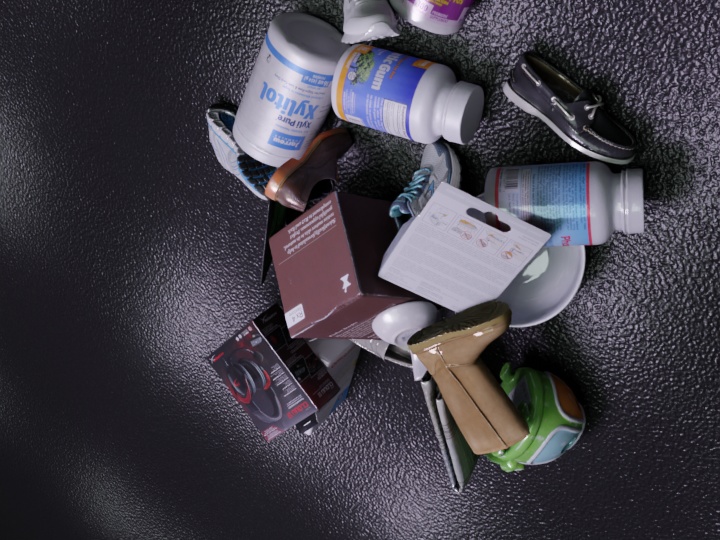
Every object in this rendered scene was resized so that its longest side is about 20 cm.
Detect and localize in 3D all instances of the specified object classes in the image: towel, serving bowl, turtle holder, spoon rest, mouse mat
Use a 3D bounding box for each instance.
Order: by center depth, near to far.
[{"bbox_3d":[0.226,-0.022,1.282,0.199,0.066,0.202,3,97,20],"label":"serving bowl"},{"bbox_3d":[0.076,0.098,1.345,0.099,0.061,0.200,-17,146,4],"label":"spoon rest"},{"bbox_3d":[0.262,0.243,1.365,0.131,0.141,0.187,15,100,-18],"label":"turtle holder"},{"bbox_3d":[0.159,0.207,1.385,0.034,0.193,0.201,-8,111,29],"label":"towel"},{"bbox_3d":[-0.132,-0.091,1.422,0.007,0.200,0.162,10,123,0],"label":"mouse mat"}]

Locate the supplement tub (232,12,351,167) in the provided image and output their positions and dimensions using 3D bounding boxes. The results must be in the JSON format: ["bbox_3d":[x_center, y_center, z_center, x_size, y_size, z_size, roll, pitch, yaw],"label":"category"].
[{"bbox_3d":[-0.104,-0.271,1.343,0.132,0.132,0.201,37,129,11],"label":"supplement tub"}]

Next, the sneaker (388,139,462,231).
[{"bbox_3d":[0.090,-0.100,1.280,0.078,0.086,0.202,-23,56,61],"label":"sneaker"}]

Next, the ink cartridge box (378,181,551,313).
[{"bbox_3d":[0.135,-0.031,1.180,0.162,0.057,0.200,24,132,-8],"label":"ink cartridge box"}]

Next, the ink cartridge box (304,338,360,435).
[{"bbox_3d":[-0.086,0.156,1.559,0.125,0.128,0.201,28,125,18],"label":"ink cartridge box"}]

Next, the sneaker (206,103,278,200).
[{"bbox_3d":[-0.194,-0.183,1.482,0.201,0.075,0.087,56,147,25],"label":"sneaker"}]

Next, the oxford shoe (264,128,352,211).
[{"bbox_3d":[-0.060,-0.147,1.336,0.073,0.200,0.072,34,138,10],"label":"oxford shoe"}]

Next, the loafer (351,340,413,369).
[{"bbox_3d":[0.042,0.110,1.460,0.199,0.070,0.070,19,113,6],"label":"loafer"}]

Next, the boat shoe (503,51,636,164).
[{"bbox_3d":[0.280,-0.214,1.162,0.200,0.074,0.061,41,135,19],"label":"boat shoe"}]

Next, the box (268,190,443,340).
[{"bbox_3d":[0.000,0.000,1.339,0.166,0.199,0.165,-31,64,39],"label":"box"}]

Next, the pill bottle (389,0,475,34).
[{"bbox_3d":[0.121,-0.414,1.131,0.112,0.112,0.201,37,129,11],"label":"pill bottle"}]

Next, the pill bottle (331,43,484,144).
[{"bbox_3d":[0.068,-0.244,1.256,0.199,0.112,0.113,20,124,23],"label":"pill bottle"}]

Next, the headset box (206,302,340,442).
[{"bbox_3d":[-0.139,0.179,1.473,0.148,0.075,0.201,-36,90,39],"label":"headset box"}]

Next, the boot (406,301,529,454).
[{"bbox_3d":[0.179,0.151,1.234,0.175,0.066,0.201,-22,107,41],"label":"boot"}]

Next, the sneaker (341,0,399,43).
[{"bbox_3d":[0.007,-0.354,1.197,0.076,0.200,0.081,-5,113,-7],"label":"sneaker"}]

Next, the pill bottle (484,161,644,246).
[{"bbox_3d":[0.268,-0.086,1.167,0.198,0.109,0.110,-1,114,18],"label":"pill bottle"}]
